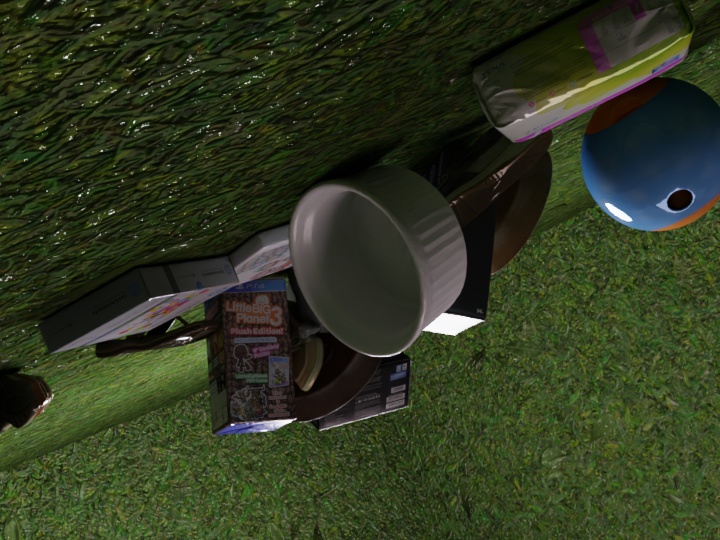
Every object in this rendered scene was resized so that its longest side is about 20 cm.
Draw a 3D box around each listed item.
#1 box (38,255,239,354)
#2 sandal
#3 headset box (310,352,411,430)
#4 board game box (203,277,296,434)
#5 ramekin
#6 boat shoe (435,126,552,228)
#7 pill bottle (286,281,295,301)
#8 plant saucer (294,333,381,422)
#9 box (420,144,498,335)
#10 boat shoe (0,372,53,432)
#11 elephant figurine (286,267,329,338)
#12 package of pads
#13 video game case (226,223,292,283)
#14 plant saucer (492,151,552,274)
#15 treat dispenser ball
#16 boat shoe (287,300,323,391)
[{"bbox_3d":[-0.255,0.037,1.326,0.155,0.042,0.200,-27,175,22],"label":"box"},{"bbox_3d":[-0.291,0.084,1.586,0.198,0.055,0.081,-11,176,31],"label":"sandal"},{"bbox_3d":[-0.040,0.159,1.854,0.172,0.094,0.200,-10,-154,-28],"label":"headset box"},{"bbox_3d":[-0.163,0.127,1.631,0.095,0.203,0.159,-2,168,-17],"label":"board game box"},{"bbox_3d":[0.023,-0.018,1.243,0.097,0.202,0.200,-29,179,-40],"label":"ramekin"},{"bbox_3d":[0.127,-0.110,1.295,0.200,0.066,0.072,-38,154,0],"label":"boat shoe"},{"bbox_3d":[-0.021,0.023,1.835,0.198,0.112,0.111,-20,173,-39],"label":"pill bottle"},{"bbox_3d":[-0.057,0.139,1.701,0.198,0.035,0.201,-25,-149,17],"label":"plant saucer"},{"bbox_3d":[0.111,-0.033,1.384,0.078,0.203,0.141,9,168,-11],"label":"box"},{"bbox_3d":[-0.463,0.170,1.550,0.073,0.077,0.199,-27,-175,-34],"label":"boat shoe"},{"bbox_3d":[0.000,0.000,1.650,0.198,0.157,0.141,-26,159,17],"label":"elephant figurine"},{"bbox_3d":[0.206,-0.190,1.043,0.198,0.069,0.154,-26,175,13],"label":"package of pads"},{"bbox_3d":[-0.105,-0.026,1.466,0.181,0.024,0.199,-20,173,-38],"label":"video game case"},{"bbox_3d":[0.197,-0.092,1.597,0.035,0.203,0.200,24,153,-19],"label":"plant saucer"},{"bbox_3d":[0.393,-0.153,1.499,0.199,0.203,0.201,-24,175,-2],"label":"treat dispenser ball"},{"bbox_3d":[-0.101,0.105,1.669,0.074,0.062,0.201,-59,-156,24],"label":"boat shoe"}]
